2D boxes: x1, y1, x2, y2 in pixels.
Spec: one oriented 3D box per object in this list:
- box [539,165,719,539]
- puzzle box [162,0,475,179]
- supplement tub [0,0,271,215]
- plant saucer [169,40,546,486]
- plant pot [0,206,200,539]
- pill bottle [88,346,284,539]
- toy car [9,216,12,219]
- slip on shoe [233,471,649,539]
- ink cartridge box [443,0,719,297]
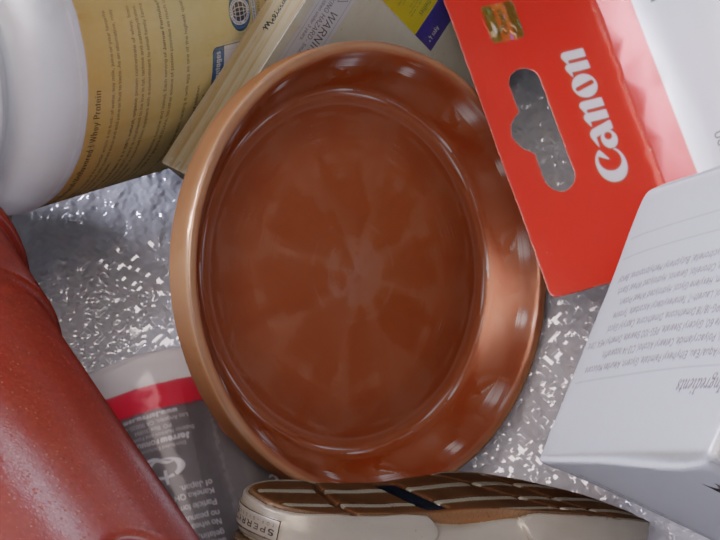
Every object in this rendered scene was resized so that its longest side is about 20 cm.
[{"bbox_3d":[0.203,0.056,0.767,0.199,0.200,0.131,26,80,-9],"label":"box"},{"bbox_3d":[0.008,-0.097,0.921,0.025,0.133,0.200,25,80,45],"label":"puzzle box"},{"bbox_3d":[-0.135,-0.107,0.899,0.144,0.200,0.145,18,118,39],"label":"supplement tub"},{"bbox_3d":[0.000,0.000,0.880,0.032,0.200,0.201,-1,70,53],"label":"plant saucer"},{"bbox_3d":[-0.167,0.098,0.778,0.201,0.201,0.195,-44,59,-2],"label":"plant pot"},{"bbox_3d":[-0.067,0.142,0.879,0.110,0.111,0.201,-17,72,7],"label":"pill bottle"},{"bbox_3d":[-0.261,0.012,0.928,0.174,0.150,0.201,-4,85,10],"label":"toy car"},{"bbox_3d":[0.035,0.124,0.845,0.076,0.200,0.061,17,101,53],"label":"slip on shoe"},{"bbox_3d":[0.158,-0.089,0.897,0.199,0.057,0.163,-13,71,-17],"label":"ink cartridge box"}]
